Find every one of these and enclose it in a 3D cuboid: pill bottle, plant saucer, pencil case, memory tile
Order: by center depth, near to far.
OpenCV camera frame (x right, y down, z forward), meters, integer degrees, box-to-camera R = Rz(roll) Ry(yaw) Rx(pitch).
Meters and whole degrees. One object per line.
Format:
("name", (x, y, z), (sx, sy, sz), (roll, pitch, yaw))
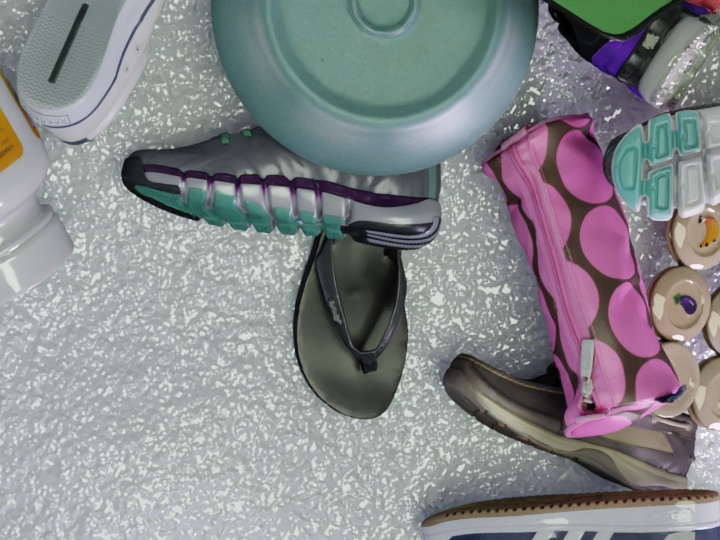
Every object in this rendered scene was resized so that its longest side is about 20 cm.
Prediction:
("pill bottle", (-0.249, -0.078, 1.070), (0.111, 0.111, 0.201), (-30, 107, -7))
("plant saucer", (0.012, -0.157, 1.095), (0.198, 0.036, 0.202), (0, 92, -7))
("pencil case", (0.136, 0.001, 1.168), (0.093, 0.090, 0.201), (-4, 72, -51))
("memory tile", (0.258, 0.010, 1.247), (0.152, 0.017, 0.202), (17, 87, -29))

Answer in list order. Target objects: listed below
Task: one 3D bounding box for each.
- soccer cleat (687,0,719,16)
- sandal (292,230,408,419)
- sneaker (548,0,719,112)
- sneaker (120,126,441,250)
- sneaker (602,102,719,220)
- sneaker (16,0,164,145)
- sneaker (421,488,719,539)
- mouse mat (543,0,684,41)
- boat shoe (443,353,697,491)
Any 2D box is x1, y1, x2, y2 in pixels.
("soccer cleat", (0.232, -0.189, 1.199), (0.198, 0.067, 0.077), (7, 78, -21))
("sandal", (-0.001, 0.000, 1.190), (0.075, 0.043, 0.202), (1, 101, -15))
("sneaker", (0.166, -0.152, 1.143), (0.099, 0.200, 0.070), (34, 99, 8))
("sneaker", (-0.045, -0.069, 1.150), (0.198, 0.074, 0.088), (9, 78, -1))
("sneaker", (0.238, -0.078, 1.138), (0.198, 0.091, 0.078), (-5, 96, -11))
("sneaker", (-0.146, -0.168, 1.106), (0.073, 0.071, 0.201), (25, 74, 9))
("sneaker", (0.138, 0.202, 1.215), (0.198, 0.070, 0.110), (-5, 90, 17))
("mouse mat", (0.125, -0.199, 1.085), (0.160, 0.200, 0.008), (35, 128, 16))
("boat shoe", (0.143, 0.090, 1.241), (0.199, 0.074, 0.074), (26, 84, -27))
